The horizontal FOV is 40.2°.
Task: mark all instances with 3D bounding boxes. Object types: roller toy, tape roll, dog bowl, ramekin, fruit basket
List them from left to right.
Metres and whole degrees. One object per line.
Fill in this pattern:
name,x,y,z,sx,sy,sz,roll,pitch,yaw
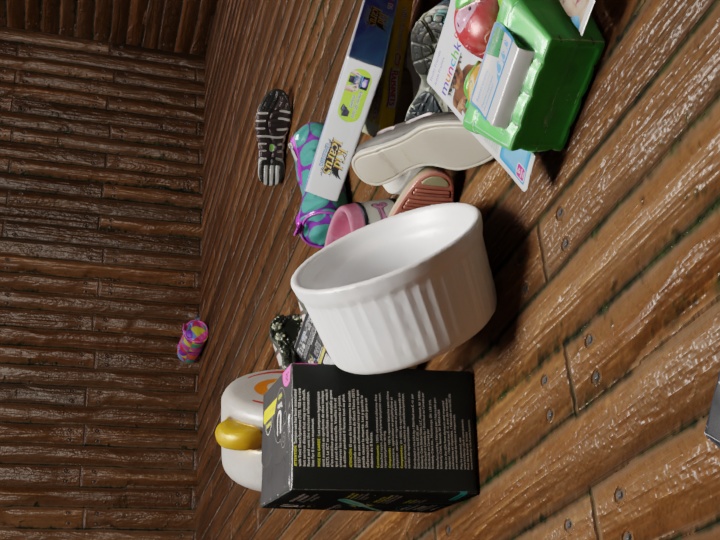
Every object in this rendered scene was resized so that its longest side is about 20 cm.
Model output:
roller toy,-0.117,0.226,1.445,0.183,0.196,0.143,-127,37,-72
dog bowl,0.000,0.000,1.329,0.200,0.072,0.205,-174,90,-74
ramekin,0.039,0.018,0.969,0.099,0.198,0.200,68,170,-16
tape roll,0.064,-0.195,1.227,0.202,0.036,0.207,-174,90,-75
fruit basket,0.121,-0.203,0.881,0.201,0.092,0.188,53,139,39

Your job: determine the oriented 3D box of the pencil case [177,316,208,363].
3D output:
pencil case,-0.537,0.224,3.133,0.201,0.087,0.090,121,150,-58

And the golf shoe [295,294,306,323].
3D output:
golf shoe,-0.066,0.075,1.541,0.089,0.076,0.203,103,164,-48

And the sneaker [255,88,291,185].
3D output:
sneaker,-0.196,-0.291,2.109,0.116,0.074,0.204,-126,43,-71

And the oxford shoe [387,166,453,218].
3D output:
oxford shoe,0.057,-0.062,1.156,0.201,0.069,0.075,115,158,-49

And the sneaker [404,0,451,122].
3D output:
sneaker,0.100,-0.204,1.075,0.087,0.076,0.202,-54,-22,-40

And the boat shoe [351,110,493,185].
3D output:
boat shoe,0.072,-0.141,1.050,0.198,0.067,0.057,-9,42,43

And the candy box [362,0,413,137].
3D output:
candy box,0.032,-0.273,1.251,0.102,0.026,0.204,-138,55,-67

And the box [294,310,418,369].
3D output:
box,-0.002,0.086,1.216,0.162,0.049,0.202,48,141,25

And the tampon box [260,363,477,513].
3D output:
tampon box,0.004,0.179,1.034,0.150,0.196,0.129,132,140,-63

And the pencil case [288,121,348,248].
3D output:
pencil case,-0.068,-0.137,1.575,0.086,0.091,0.203,114,154,-48

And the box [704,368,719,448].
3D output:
box,0.244,0.005,0.397,0.132,0.112,0.204,-132,48,-67

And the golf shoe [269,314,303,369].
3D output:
golf shoe,-0.114,0.151,1.662,0.201,0.076,0.089,-107,19,-55

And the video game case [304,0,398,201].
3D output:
video game case,-0.007,-0.213,1.158,0.202,0.045,0.183,-78,8,-50
